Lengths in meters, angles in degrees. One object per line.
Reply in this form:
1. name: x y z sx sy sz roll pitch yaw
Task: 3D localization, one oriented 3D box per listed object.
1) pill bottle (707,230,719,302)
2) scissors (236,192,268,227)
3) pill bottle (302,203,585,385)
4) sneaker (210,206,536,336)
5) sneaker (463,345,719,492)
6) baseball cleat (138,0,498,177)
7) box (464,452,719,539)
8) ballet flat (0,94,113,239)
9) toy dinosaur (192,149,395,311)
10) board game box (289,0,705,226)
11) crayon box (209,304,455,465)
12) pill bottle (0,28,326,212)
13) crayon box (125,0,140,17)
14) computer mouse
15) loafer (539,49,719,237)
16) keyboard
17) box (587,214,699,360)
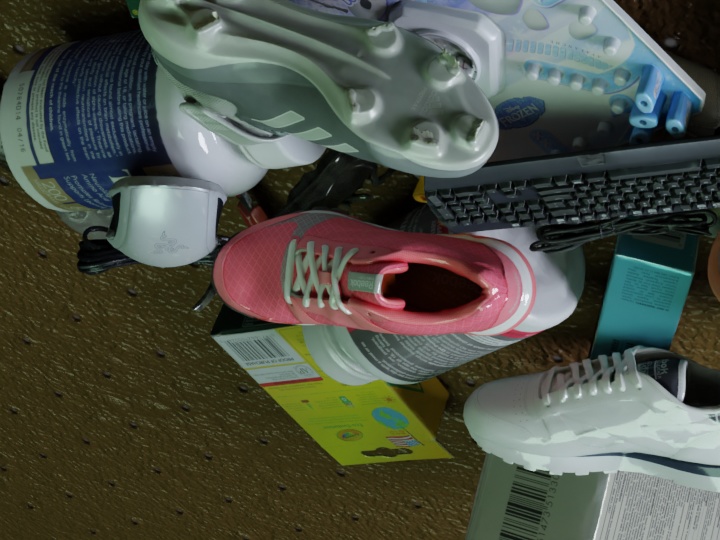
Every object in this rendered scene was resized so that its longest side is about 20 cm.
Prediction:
1. pill bottle: 0.291 0.027 0.762 0.199 0.107 0.106 26 147 -32
2. scissors: -0.078 -0.048 0.935 0.073 0.014 0.201 36 158 41
3. pill bottle: 0.048 0.014 0.894 0.110 0.111 0.200 35 142 -22
4. sneaker: 0.000 0.000 0.761 0.198 0.074 0.087 3 -179 15
5. sneaker: 0.162 0.083 0.835 0.198 0.077 0.081 1 130 19
6. baseball cleat: -0.021 -0.092 0.676 0.199 0.070 0.107 29 159 12
7. box: 0.185 0.191 0.981 0.108 0.129 0.199 8 170 44
8. ballet flat: -0.234 -0.084 0.965 0.199 0.046 0.067 31 113 -25
9. toy dinosaur: -0.028 -0.039 0.859 0.047 0.200 0.088 47 180 18
10. board game box: 0.042 -0.109 0.681 0.200 0.026 0.199 38 149 -22
11. crayon box: -0.015 0.088 1.079 0.126 0.051 0.200 -8 136 35
12. pill bottle: -0.121 -0.098 0.822 0.199 0.112 0.111 -3 140 30
13. crayon box: -0.061 -0.217 0.676 0.171 0.059 0.201 8 145 17
14. computer mouse: -0.127 -0.020 0.820 0.109 0.044 0.200 3 172 -9
15. loafer: 0.166 -0.101 0.724 0.200 0.076 0.069 37 129 -27
16. keyboard: 0.140 -0.036 0.704 0.199 0.021 0.127 -4 162 24
17. box: 0.185 0.024 0.866 0.049 0.083 0.201 14 145 10
